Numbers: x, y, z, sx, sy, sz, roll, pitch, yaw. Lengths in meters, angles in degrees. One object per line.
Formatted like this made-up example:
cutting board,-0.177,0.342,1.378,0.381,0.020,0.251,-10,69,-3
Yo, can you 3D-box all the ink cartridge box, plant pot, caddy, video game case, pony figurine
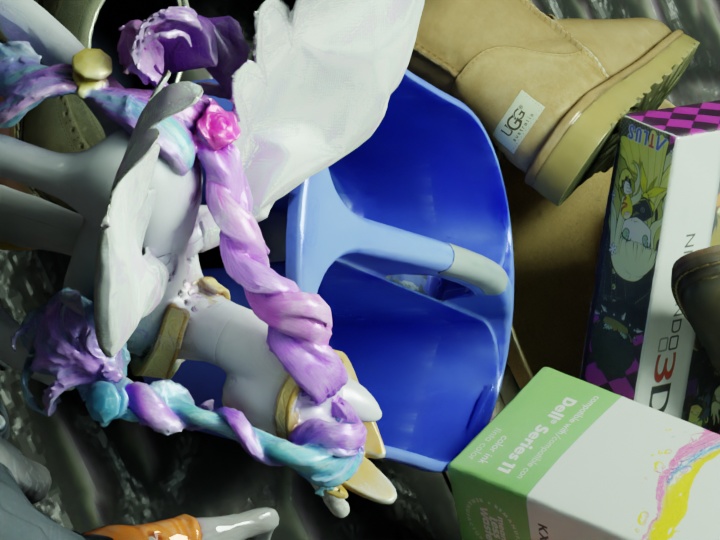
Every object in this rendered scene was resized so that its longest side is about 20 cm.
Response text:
ink cartridge box,0.135,0.127,1.029,0.067,0.199,0.118,-41,135,-33
plant pot,0.118,0.011,1.227,0.200,0.027,0.201,22,58,-39
caddy,0.000,0.000,1.026,0.200,0.104,0.142,21,70,-64
video game case,0.175,0.013,1.161,0.199,0.036,0.182,-10,117,-39
pony figurine,-0.066,-0.024,0.883,0.166,0.199,0.194,-41,147,-39

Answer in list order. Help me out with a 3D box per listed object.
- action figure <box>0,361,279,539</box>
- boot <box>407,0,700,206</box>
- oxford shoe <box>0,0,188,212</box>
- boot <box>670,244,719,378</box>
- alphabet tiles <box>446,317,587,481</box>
action figure,-0.104,0.081,0.931,0.193,0.104,0.201,20,56,-30
boot,0.038,-0.123,1.155,0.200,0.066,0.175,39,20,7
oxford shoe,-0.089,-0.111,1.051,0.071,0.074,0.201,22,59,-39
boot,0.180,0.067,1.086,0.200,0.074,0.097,39,45,-46
alphabet tiles,0.107,0.069,1.222,0.200,0.015,0.196,-27,93,-47
